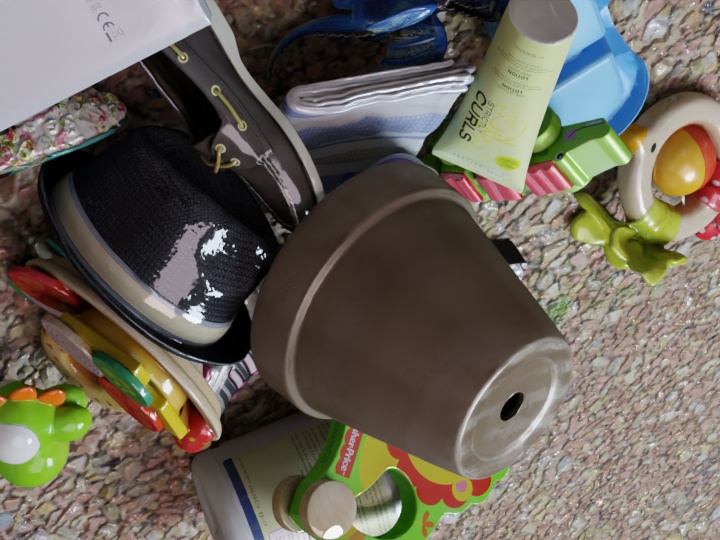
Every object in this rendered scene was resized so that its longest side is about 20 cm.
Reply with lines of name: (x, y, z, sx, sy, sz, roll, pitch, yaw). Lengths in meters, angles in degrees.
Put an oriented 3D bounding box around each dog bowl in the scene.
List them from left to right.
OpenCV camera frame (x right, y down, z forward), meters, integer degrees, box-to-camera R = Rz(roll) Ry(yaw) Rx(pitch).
dog bowl: (0.158, -0.173, 1.387, 0.111, 0.050, 0.201, -31, 140, -1)

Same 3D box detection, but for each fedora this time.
fedora: (-0.128, -0.031, 1.241, 0.092, 0.202, 0.200, -42, 139, 20)

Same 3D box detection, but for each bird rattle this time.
bird rattle: (0.286, -0.074, 1.532, 0.198, 0.113, 0.165, -20, 122, -17)

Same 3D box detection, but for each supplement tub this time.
supplement tub: (-0.035, 0.195, 1.560, 0.198, 0.146, 0.146, -21, 138, -12)

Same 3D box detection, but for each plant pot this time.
plant pot: (0.050, 0.050, 1.252, 0.199, 0.173, 0.201, -30, 140, -29)

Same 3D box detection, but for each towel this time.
towel: (-0.009, -0.097, 1.313, 0.145, 0.024, 0.200, -11, 164, -20)

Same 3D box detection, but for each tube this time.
tube: (0.108, -0.123, 1.278, 0.051, 0.058, 0.201, -19, 157, -21)

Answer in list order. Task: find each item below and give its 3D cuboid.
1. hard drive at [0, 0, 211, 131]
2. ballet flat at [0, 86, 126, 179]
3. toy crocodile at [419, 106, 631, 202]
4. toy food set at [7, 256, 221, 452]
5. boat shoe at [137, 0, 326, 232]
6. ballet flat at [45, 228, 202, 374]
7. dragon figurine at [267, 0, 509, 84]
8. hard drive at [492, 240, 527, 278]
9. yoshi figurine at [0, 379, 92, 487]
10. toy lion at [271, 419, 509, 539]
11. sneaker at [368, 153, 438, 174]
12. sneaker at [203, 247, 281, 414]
hard drive: (-0.212, -0.171, 1.118, 0.198, 0.025, 0.133, -25, 116, 9)
ballet flat: (-0.256, -0.093, 1.200, 0.198, 0.076, 0.064, -24, 120, -14)
toy crocodile: (0.118, -0.082, 1.386, 0.198, 0.062, 0.068, -6, 142, 36)
toy food set: (-0.184, 0.062, 1.309, 0.049, 0.199, 0.199, -48, 145, -16)
boat shoe: (-0.096, -0.105, 1.220, 0.060, 0.072, 0.202, -40, 106, -26)
ballet flat: (-0.160, 0.019, 1.353, 0.067, 0.068, 0.201, -46, 131, -14)
dragon figurine: (0.026, -0.178, 1.263, 0.198, 0.100, 0.059, -27, 139, -5)
hard drive: (0.036, 0.039, 1.532, 0.198, 0.038, 0.141, -1, 131, -32)
yoshi figurine: (-0.306, 0.139, 1.363, 0.198, 0.114, 0.112, -8, 179, -15)
toy lion: (0.041, 0.149, 1.482, 0.191, 0.068, 0.202, 26, 75, -28)
sneaker: (0.000, 0.000, 1.379, 0.200, 0.075, 0.099, -50, 166, 12)
sneaker: (-0.092, 0.061, 1.446, 0.087, 0.074, 0.201, 10, 120, -30)
